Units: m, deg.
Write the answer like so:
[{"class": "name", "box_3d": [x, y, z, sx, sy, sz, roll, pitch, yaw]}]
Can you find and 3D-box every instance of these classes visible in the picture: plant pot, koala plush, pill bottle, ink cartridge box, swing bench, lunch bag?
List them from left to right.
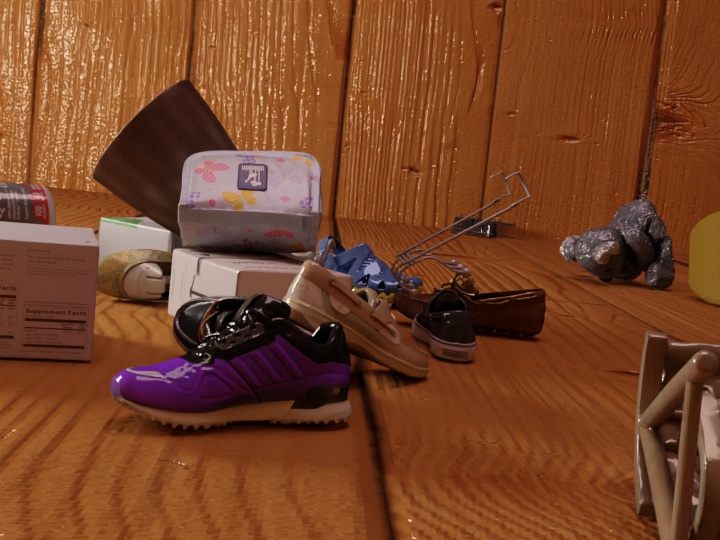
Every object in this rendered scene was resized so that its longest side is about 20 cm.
[{"class": "pill bottle", "box_3d": [-0.559, -0.073, 1.542, 0.198, 0.117, 0.115, 1, 8, -36]}, {"class": "ink cartridge box", "box_3d": [-0.274, -0.031, 1.580, 0.145, 0.085, 0.199, 11, 8, 30]}, {"class": "plant pot", "box_3d": [-0.229, -0.123, 1.442, 0.200, 0.187, 0.187, 44, 6, -3]}, {"class": "lunch bag", "box_3d": [-0.128, -0.083, 1.277, 0.167, 0.129, 0.200, 2, 11, -1]}, {"class": "ink cartridge box", "box_3d": [-0.117, 0.029, 1.206, 0.145, 0.085, 0.199, 3, 6, -32]}, {"class": "koala plush", "box_3d": [0.533, -0.049, 2.217, 0.198, 0.186, 0.177, -9, 11, -21]}, {"class": "plant pot", "box_3d": [0.749, -0.019, 2.042, 0.192, 0.198, 0.199, 3, -2, -28]}, {"class": "swing bench", "box_3d": [0.281, 0.118, 0.650, 0.196, 0.131, 0.200, 6, 1, 8]}]

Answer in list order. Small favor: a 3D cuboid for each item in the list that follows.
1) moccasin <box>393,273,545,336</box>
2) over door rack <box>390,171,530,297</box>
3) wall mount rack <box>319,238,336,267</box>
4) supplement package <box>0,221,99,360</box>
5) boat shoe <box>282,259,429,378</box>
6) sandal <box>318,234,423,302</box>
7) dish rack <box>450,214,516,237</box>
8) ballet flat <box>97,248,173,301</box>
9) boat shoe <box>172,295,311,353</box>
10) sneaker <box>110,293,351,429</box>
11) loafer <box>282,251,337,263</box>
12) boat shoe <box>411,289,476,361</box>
[{"class": "moccasin", "box_3d": [0.144, 0.040, 1.384, 0.199, 0.079, 0.074, 5, 10, 9]}, {"class": "over door rack", "box_3d": [0.130, -0.040, 1.329, 0.067, 0.199, 0.148, 50, 2, -6]}, {"class": "wall mount rack", "box_3d": [-0.088, 0.013, 1.454, 0.198, 0.075, 0.174, 11, -31, 14]}, {"class": "supplement package", "box_3d": [-0.358, 0.013, 1.011, 0.198, 0.112, 0.156, 5, 7, -18]}, {"class": "boat shoe", "box_3d": [0.006, 0.050, 1.020, 0.199, 0.066, 0.072, 30, -9, -41]}, {"class": "sandal", "box_3d": [0.000, 0.000, 1.561, 0.198, 0.088, 0.079, 11, 0, 20]}, {"class": "dish rack", "box_3d": [0.388, -0.136, 3.265, 0.152, 0.055, 0.199, 12, 7, 31]}, {"class": "ballet flat", "box_3d": [-0.243, 0.013, 1.346, 0.198, 0.072, 0.071, 3, 7, -28]}, {"class": "boat shoe", "box_3d": [-0.120, 0.050, 0.956, 0.199, 0.071, 0.091, 14, -18, 40]}, {"class": "sneaker", "box_3d": [-0.097, 0.067, 0.824, 0.198, 0.101, 0.069, 3, 5, -29]}, {"class": "loafer", "box_3d": [-0.112, -0.007, 1.668, 0.198, 0.073, 0.063, 14, -9, 11]}, {"class": "boat shoe", "box_3d": [0.101, 0.056, 1.256, 0.069, 0.067, 0.200, 6, 7, -1]}]
